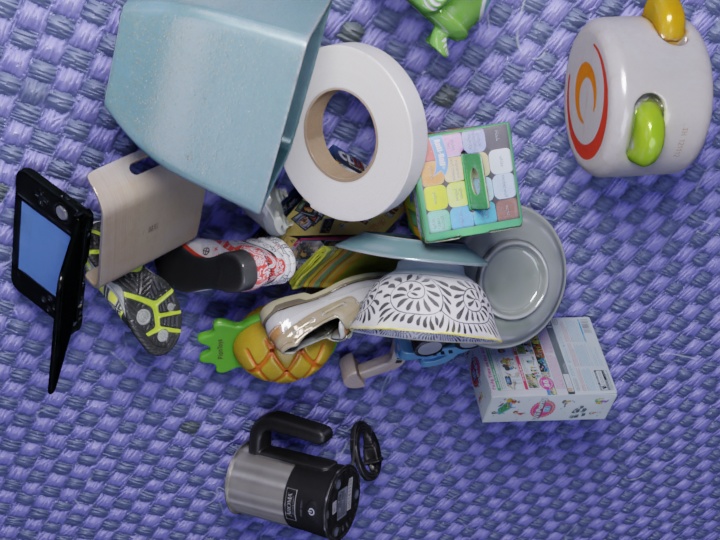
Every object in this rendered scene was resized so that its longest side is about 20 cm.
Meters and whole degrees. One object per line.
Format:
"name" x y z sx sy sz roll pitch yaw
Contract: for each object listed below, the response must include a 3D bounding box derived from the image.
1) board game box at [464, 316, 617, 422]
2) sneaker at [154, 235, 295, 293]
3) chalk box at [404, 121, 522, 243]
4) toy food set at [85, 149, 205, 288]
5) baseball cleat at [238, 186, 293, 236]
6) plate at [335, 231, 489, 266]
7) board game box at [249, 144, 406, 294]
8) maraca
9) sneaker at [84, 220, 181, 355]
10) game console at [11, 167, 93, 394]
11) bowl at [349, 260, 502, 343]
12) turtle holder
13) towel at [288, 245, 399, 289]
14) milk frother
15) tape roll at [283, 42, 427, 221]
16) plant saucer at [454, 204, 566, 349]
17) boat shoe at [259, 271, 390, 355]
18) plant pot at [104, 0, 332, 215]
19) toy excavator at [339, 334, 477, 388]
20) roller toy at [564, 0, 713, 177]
"board game box" 0.266 0.147 1.657 0.196 0.149 0.065 1 136 -13
"sneaker" -0.173 -0.010 1.426 0.107 0.199 0.069 -12 103 -44
"chalk box" 0.118 -0.107 1.322 0.121 0.200 0.127 -9 96 -3
"toy food set" -0.259 -0.072 1.304 0.142 0.061 0.201 -30 160 -29
"baseball cleat" -0.165 -0.116 1.370 0.105 0.070 0.202 -19 123 14
"plate" 0.066 -0.030 1.394 0.196 0.200 0.026 6 94 -18
"board game box" -0.044 -0.060 1.466 0.134 0.035 0.200 26 122 -32
"maraca" -0.129 0.102 1.550 0.196 0.108 0.139 -4 136 -8
"sneaker" -0.298 0.020 1.432 0.075 0.076 0.202 -37 114 -26
"game console" -0.392 0.012 1.341 0.175 0.116 0.202 34 132 16
"bowl" 0.086 0.039 1.418 0.196 0.096 0.201 4 174 0
"turtle holder" 0.079 -0.320 1.154 0.132 0.141 0.185 -48 165 10
"towel" 0.000 0.000 1.493 0.198 0.018 0.086 3 145 -44
"milk frother" -0.082 0.317 1.760 0.185 0.184 0.199 9 175 26
"tape roll" -0.014 -0.159 1.280 0.037 0.203 0.204 -23 155 -52
"plant saucer" 0.200 0.010 1.505 0.196 0.050 0.205 -2 98 -16
"boat shoe" -0.033 0.061 1.479 0.197 0.069 0.075 -18 151 -19
"plant pot" -0.157 -0.212 1.175 0.197 0.197 0.198 18 117 -3
"toy excavator" 0.074 0.108 1.620 0.191 0.101 0.201 -7 149 -14
"roller toy" 0.331 -0.208 1.309 0.137 0.204 0.183 -3 169 -9
